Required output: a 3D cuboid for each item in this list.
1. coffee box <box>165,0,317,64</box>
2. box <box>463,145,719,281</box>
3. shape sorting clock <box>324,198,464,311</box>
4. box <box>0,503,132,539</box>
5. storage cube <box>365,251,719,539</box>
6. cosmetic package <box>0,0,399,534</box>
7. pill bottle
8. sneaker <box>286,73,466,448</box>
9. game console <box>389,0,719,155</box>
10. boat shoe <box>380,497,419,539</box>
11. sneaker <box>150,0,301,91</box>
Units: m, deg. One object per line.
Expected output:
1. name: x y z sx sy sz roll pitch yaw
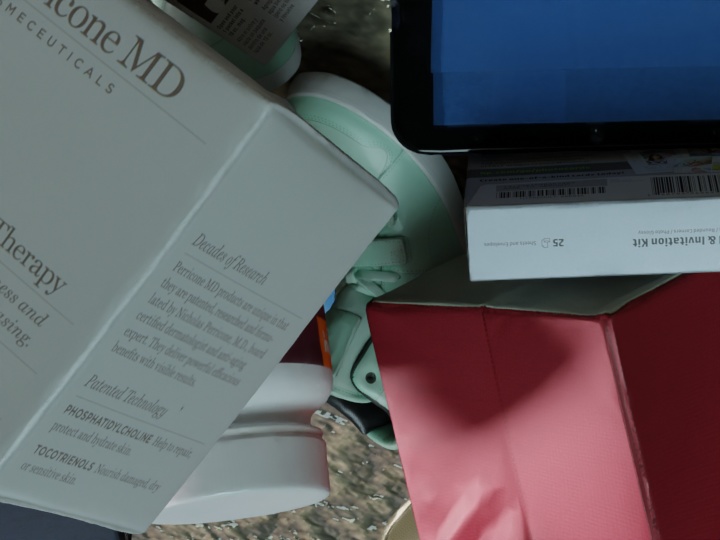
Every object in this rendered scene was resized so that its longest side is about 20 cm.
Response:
1. coffee box: -0.094 -0.200 1.067 0.200 0.113 0.080 32 130 -13
2. box: 0.131 -0.048 1.178 0.155 0.200 0.041 -2 111 4
3. shape sorting clock: 0.073 0.037 1.381 0.199 0.039 0.200 1 136 1
4. box: -0.181 0.037 1.291 0.104 0.182 0.200 -2 137 5
5. storage cube: 0.134 0.073 1.207 0.171 0.200 0.180 2 111 47
6. cosmetic package: -0.124 -0.018 1.053 0.200 0.167 0.166 -53 157 2
7. pill bottle: -0.074 0.019 1.182 0.114 0.201 0.114 -8 168 -2
8. sneaker: 0.000 0.000 1.255 0.074 0.118 0.201 -1 128 50
9. game console: 0.110 -0.157 1.122 0.199 0.119 0.171 -2 136 4
10. boat shoe: 0.095 0.127 1.410 0.068 0.075 0.200 9 142 -41
11. sneaker: -0.137 -0.131 1.190 0.200 0.074 0.118 -12 141 1
